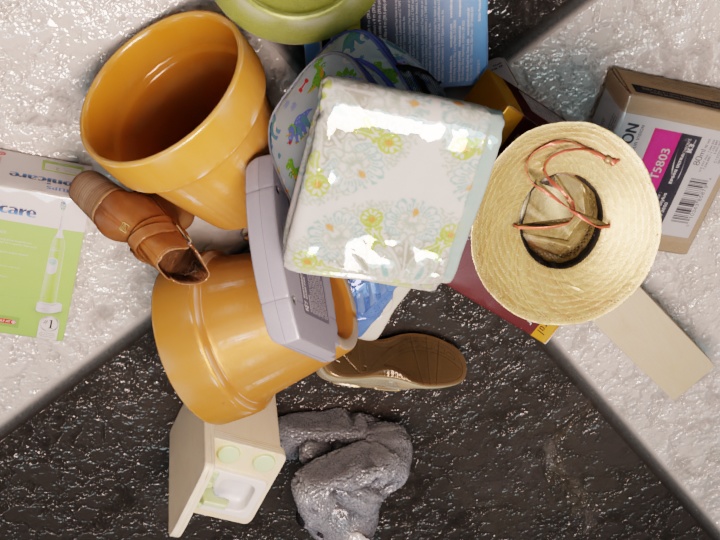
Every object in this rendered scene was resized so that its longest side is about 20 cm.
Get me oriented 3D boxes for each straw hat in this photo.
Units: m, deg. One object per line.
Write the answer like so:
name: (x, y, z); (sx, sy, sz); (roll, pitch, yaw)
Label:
straw hat: (0.195, -0.054, 1.169); (0.200, 0.085, 0.202); (-1, 106, -5)

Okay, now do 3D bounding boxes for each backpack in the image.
backpack: (-0.001, -0.141, 1.197); (0.147, 0.200, 0.183); (19, 123, -43)

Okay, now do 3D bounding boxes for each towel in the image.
towel: (0.026, -0.074, 1.097); (0.170, 0.048, 0.201); (8, 123, -14)

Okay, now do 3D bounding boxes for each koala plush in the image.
koala plush: (-0.019, 0.308, 1.611); (0.183, 0.177, 0.201); (-8, 122, -16)

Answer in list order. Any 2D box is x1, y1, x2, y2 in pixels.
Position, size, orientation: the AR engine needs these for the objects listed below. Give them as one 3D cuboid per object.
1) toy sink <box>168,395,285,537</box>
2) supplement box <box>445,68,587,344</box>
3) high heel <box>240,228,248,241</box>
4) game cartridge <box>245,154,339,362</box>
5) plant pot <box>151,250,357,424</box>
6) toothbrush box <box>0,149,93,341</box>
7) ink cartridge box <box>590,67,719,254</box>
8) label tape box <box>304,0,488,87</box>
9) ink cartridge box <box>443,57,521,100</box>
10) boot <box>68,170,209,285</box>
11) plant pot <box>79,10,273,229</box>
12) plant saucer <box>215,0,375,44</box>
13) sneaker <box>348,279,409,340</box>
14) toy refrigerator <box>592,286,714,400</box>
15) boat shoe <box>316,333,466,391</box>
toy sink: (-0.172, 0.240, 1.517); (0.112, 0.200, 0.131); (17, 119, -19)
supplement box: (0.169, -0.069, 1.281); (0.200, 0.133, 0.198); (30, 110, -17)
high heel: (-0.076, -0.105, 1.370); (0.142, 0.072, 0.200); (-11, 134, -9)
game cartridge: (-0.072, -0.012, 1.219); (0.041, 0.201, 0.133); (-14, 161, 14)
plant pot: (-0.111, 0.057, 1.371); (0.183, 0.201, 0.200); (-19, 126, 20)
toothbrush box: (-0.398, -0.029, 1.367); (0.145, 0.086, 0.201); (9, 123, -15)
ink cartridge box: (0.349, -0.127, 1.423); (0.164, 0.075, 0.201); (7, 124, -14)
label tape box: (0.037, -0.272, 1.282); (0.199, 0.066, 0.144); (-3, 125, -1)
ink cartridge box: (0.142, -0.125, 1.385); (0.146, 0.084, 0.200); (-24, 124, 7)
boot: (-0.215, -0.038, 1.309); (0.074, 0.155, 0.200); (-59, 153, 13)
plant pot: (-0.166, -0.143, 1.274); (0.200, 0.201, 0.183); (-29, 139, 11)
plant saucer: (-0.065, -0.331, 1.192); (0.199, 0.031, 0.201); (-1, 96, -5)
sneaker: (0.000, 0.001, 1.454); (0.111, 0.077, 0.200); (10, 129, -26)
toy refrigerator: (0.378, 0.080, 1.574); (0.076, 0.070, 0.200); (-43, 121, 12)
boat shoe: (0.040, 0.125, 1.560); (0.199, 0.072, 0.065); (2, 160, -16)
